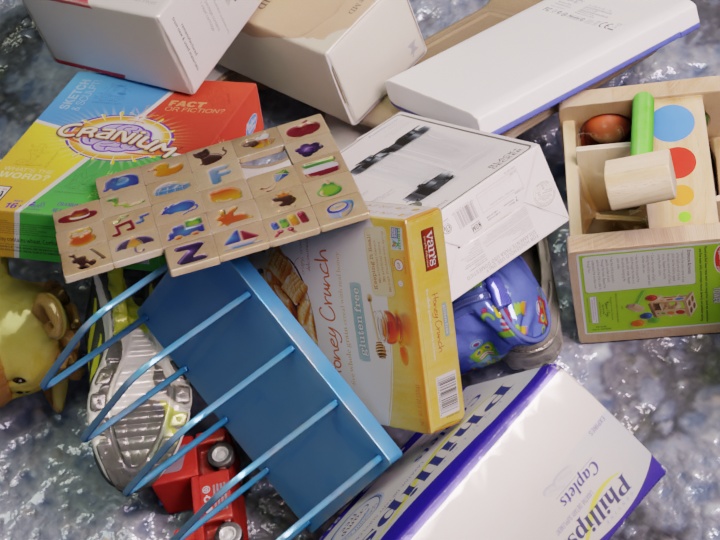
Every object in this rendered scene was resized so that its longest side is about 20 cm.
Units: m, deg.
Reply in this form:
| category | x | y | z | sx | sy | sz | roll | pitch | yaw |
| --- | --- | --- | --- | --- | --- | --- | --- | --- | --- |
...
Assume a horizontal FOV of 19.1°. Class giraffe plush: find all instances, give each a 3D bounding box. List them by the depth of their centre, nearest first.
| category | x | y | z | sx | sy | sz | roll | pitch | yaw |
| --- | --- | --- | --- | --- | --- | --- | --- | --- | --- |
| giraffe plush | -0.283 | 0.038 | 1.588 | 0.162 | 0.173 | 0.200 | 44 | 91 | 18 |

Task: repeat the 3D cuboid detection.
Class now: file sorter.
| category | x | y | z | sx | sy | sz | roll | pitch | yaw |
| --- | --- | --- | --- | --- | --- | --- | --- | --- | --- |
| file sorter | -0.100 | 0.099 | 1.427 | 0.122 | 0.139 | 0.200 | -35 | 83 | -36 |

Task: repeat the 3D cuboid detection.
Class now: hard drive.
| category | x | y | z | sx | sy | sz | roll | pitch | yaw |
| --- | --- | --- | --- | --- | --- | --- | --- | --- | --- |
| hard drive | 0.134 | -0.160 | 1.589 | 0.199 | 0.026 | 0.132 | -29 | 28 | -20 |

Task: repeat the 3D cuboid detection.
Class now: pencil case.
| category | x | y | z | sx | sy | sz | roll | pitch | yaw |
| --- | --- | --- | --- | --- | --- | --- | --- | --- | --- |
| pencil case | 0.035 | 0.056 | 1.513 | 0.199 | 0.087 | 0.079 | -30 | 81 | 23 |

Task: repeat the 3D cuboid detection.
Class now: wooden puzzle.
| category | x | y | z | sx | sy | sz | roll | pitch | yaw |
| --- | --- | --- | --- | --- | --- | --- | --- | --- | --- |
| wooden puzzle | 0.108 | -0.150 | 1.655 | 0.199 | 0.037 | 0.184 | -36 | 36 | -30 |

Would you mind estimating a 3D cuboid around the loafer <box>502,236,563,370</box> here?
| category | x | y | z | sx | sy | sz | roll | pitch | yaw |
| --- | --- | --- | --- | --- | --- | --- | --- | --- | --- |
| loafer | 0.109 | -0.022 | 1.596 | 0.069 | 0.070 | 0.201 | -16 | 56 | 0 |

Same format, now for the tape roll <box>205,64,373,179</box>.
| category | x | y | z | sx | sy | sz | roll | pitch | yaw |
| --- | --- | --- | --- | --- | --- | --- | --- | --- | --- |
| tape roll | -0.077 | -0.115 | 1.712 | 0.201 | 0.037 | 0.204 | -5 | 58 | 8 |

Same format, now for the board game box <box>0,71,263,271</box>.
| category | x | y | z | sx | sy | sz | roll | pitch | yaw |
| --- | --- | --- | --- | --- | --- | --- | --- | --- | --- |
| board game box | -0.176 | -0.075 | 1.550 | 0.152 | 0.041 | 0.200 | 5 | 35 | 18 |

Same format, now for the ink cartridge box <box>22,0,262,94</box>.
| category | x | y | z | sx | sy | sz | roll | pitch | yaw |
| --- | --- | --- | --- | --- | --- | --- | --- | --- | --- |
| ink cartridge box | -0.143 | -0.244 | 1.634 | 0.144 | 0.084 | 0.201 | 14 | 57 | 32 |

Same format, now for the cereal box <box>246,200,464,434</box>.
| category | x | y | z | sx | sy | sz | roll | pitch | yaw |
| --- | --- | --- | --- | --- | --- | --- | --- | --- | --- |
| cereal box | -0.020 | 0.024 | 1.434 | 0.039 | 0.145 | 0.199 | -21 | 18 | -41 |

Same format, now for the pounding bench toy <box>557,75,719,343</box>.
| category | x | y | z | sx | sy | sz | roll | pitch | yaw |
| --- | --- | --- | --- | --- | --- | --- | --- | --- | --- |
| pounding bench toy | 0.206 | -0.070 | 1.530 | 0.123 | 0.201 | 0.157 | -5 | 57 | 8 |

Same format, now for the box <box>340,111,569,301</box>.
| category | x | y | z | sx | sy | sz | roll | pitch | yaw |
| --- | --- | --- | --- | --- | --- | --- | --- | --- | --- |
| box | 0.043 | -0.048 | 1.503 | 0.116 | 0.060 | 0.200 | -35 | 24 | -19 |

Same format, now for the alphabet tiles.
| category | x | y | z | sx | sy | sz | roll | pitch | yaw |
| --- | --- | --- | --- | --- | --- | --- | --- | --- | --- |
| alphabet tiles | -0.104 | -0.043 | 1.419 | 0.198 | 0.008 | 0.167 | -17 | 29 | -5 |

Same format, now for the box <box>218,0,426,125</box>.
| category | x | y | z | sx | sy | sz | roll | pitch | yaw |
| --- | --- | --- | --- | --- | --- | --- | --- | --- | --- |
| box | -0.055 | -0.197 | 1.670 | 0.199 | 0.078 | 0.095 | 25 | 62 | 38 |

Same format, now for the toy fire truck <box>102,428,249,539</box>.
| category | x | y | z | sx | sy | sz | roll | pitch | yaw |
| --- | --- | --- | --- | --- | --- | --- | --- | --- | --- |
| toy fire truck | -0.143 | 0.215 | 1.505 | 0.140 | 0.049 | 0.201 | -14 | 54 | 6 |

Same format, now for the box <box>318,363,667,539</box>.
| category | x | y | z | sx | sy | sz | roll | pitch | yaw |
| --- | --- | --- | --- | --- | --- | --- | --- | --- | --- |
| box | 0.071 | 0.165 | 1.396 | 0.105 | 0.200 | 0.184 | 46 | 71 | -7 |

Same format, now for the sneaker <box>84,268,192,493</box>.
| category | x | y | z | sx | sy | sz | roll | pitch | yaw |
| --- | --- | --- | --- | --- | --- | --- | --- | --- | --- |
| sneaker | -0.163 | 0.067 | 1.556 | 0.074 | 0.085 | 0.202 | 4 | 69 | -12 |
